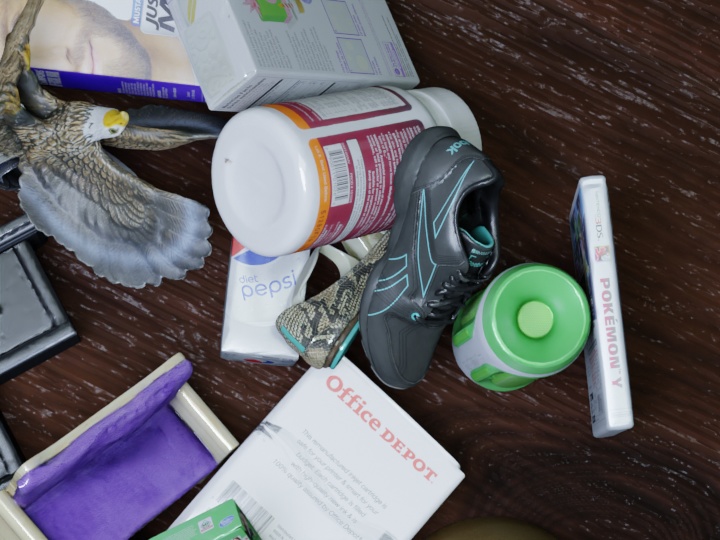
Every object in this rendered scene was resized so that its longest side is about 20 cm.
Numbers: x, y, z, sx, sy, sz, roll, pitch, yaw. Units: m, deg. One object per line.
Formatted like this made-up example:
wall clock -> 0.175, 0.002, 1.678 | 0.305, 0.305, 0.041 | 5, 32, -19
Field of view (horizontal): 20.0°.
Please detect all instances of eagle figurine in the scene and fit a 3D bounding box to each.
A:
eagle figurine -> -0.196, -0.093, 1.521 | 0.199, 0.151, 0.152 | 36, 96, -29

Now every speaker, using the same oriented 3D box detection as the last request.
speaker -> 0.119, 0.045, 1.547 | 0.087, 0.200, 0.090 | 1, 83, -5

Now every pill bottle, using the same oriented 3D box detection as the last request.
pill bottle -> -0.006, -0.080, 1.530 | 0.199, 0.109, 0.111 | -14, 83, -43

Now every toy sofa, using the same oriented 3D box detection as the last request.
toy sofa -> -0.182, 0.154, 1.514 | 0.083, 0.098, 0.200 | 48, 47, 6

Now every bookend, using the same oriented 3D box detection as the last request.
bookend -> -0.288, 0.091, 1.561 | 0.197, 0.092, 0.201 | -27, 87, -8

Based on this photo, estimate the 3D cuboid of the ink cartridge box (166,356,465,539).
ink cartridge box -> -0.038, 0.183, 1.575 | 0.145, 0.084, 0.200 | 42, 82, 1

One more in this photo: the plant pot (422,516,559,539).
plant pot -> 0.112, 0.280, 1.519 | 0.184, 0.200, 0.189 | 0, 84, -4

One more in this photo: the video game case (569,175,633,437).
video game case -> 0.183, 0.033, 1.554 | 0.023, 0.200, 0.184 | -6, 84, 3

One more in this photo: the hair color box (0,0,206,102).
hair color box -> -0.196, -0.200, 1.620 | 0.198, 0.065, 0.111 | 5, 83, -3

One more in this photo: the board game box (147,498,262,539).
board game box -> -0.151, 0.252, 1.468 | 0.198, 0.135, 0.029 | -26, 45, 3

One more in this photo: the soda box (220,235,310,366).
soda box -> -0.070, -0.029, 1.607 | 0.063, 0.068, 0.202 | 7, 83, -4

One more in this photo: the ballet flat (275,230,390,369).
ballet flat -> 0.000, 0.000, 1.574 | 0.075, 0.068, 0.200 | 37, 45, 9

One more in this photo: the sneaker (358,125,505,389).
sneaker -> 0.054, -0.001, 1.490 | 0.075, 0.079, 0.202 | -10, 118, -45

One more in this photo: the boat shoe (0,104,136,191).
boat shoe -> -0.263, -0.087, 1.590 | 0.199, 0.070, 0.066 | 36, 43, -6

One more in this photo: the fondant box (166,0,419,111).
fondant box -> -0.057, -0.196, 1.561 | 0.058, 0.199, 0.145 | -33, 72, 34
